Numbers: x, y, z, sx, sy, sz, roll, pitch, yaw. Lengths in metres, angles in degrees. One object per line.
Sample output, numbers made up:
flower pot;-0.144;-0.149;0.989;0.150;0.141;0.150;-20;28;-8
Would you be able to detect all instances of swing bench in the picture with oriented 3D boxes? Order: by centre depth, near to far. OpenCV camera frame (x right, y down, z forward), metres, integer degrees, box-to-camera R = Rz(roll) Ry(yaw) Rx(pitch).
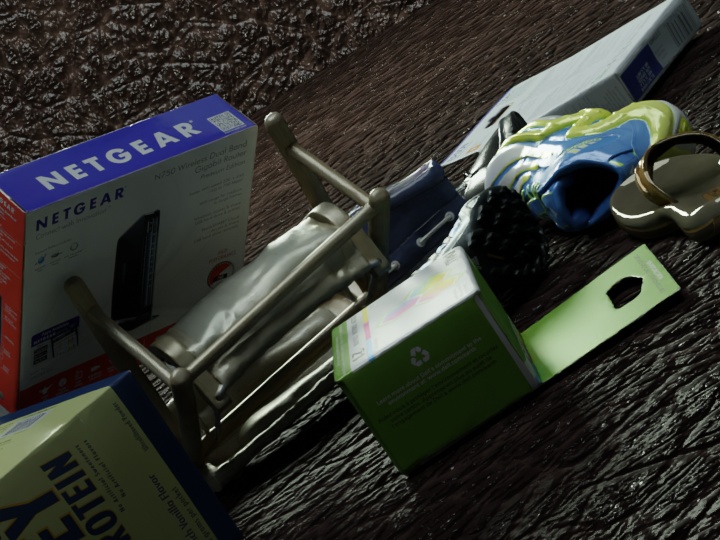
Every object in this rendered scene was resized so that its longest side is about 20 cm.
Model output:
swing bench;-0.070;0.036;1.685;0.199;0.200;0.130;-42;56;-15

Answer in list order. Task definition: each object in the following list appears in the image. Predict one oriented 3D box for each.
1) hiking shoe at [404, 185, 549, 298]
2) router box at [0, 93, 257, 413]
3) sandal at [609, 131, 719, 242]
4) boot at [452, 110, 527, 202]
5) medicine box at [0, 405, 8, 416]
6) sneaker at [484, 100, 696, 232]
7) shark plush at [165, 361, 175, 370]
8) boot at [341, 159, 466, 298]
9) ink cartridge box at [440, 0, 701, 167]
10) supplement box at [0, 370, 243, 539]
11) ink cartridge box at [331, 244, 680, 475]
hiking shoe;0.064;0.005;1.662;0.087;0.074;0.200;-27;12;33
router box;-0.170;-0.011;1.683;0.200;0.049;0.180;-24;-42;-35
sandal;0.210;-0.060;1.559;0.080;0.054;0.200;-35;10;-6
boot;0.060;-0.039;1.947;0.200;0.066;0.165;-36;7;16
medicine box;-0.417;0.135;2.220;0.182;0.200;0.103;-41;12;-36
sneaker;0.142;-0.068;1.735;0.200;0.076;0.105;-22;11;48
shark plush;-0.121;0.075;2.067;0.083;0.091;0.200;-17;-19;-25
boot;0.000;0.000;1.843;0.200;0.090;0.073;-33;10;7
ink cartridge box;0.186;-0.152;2.117;0.200;0.041;0.200;-27;12;35
supplement box;-0.224;0.189;1.537;0.200;0.134;0.200;-41;12;-36
ink cartridge box;0.085;0.026;1.487;0.200;0.076;0.148;-35;10;5
